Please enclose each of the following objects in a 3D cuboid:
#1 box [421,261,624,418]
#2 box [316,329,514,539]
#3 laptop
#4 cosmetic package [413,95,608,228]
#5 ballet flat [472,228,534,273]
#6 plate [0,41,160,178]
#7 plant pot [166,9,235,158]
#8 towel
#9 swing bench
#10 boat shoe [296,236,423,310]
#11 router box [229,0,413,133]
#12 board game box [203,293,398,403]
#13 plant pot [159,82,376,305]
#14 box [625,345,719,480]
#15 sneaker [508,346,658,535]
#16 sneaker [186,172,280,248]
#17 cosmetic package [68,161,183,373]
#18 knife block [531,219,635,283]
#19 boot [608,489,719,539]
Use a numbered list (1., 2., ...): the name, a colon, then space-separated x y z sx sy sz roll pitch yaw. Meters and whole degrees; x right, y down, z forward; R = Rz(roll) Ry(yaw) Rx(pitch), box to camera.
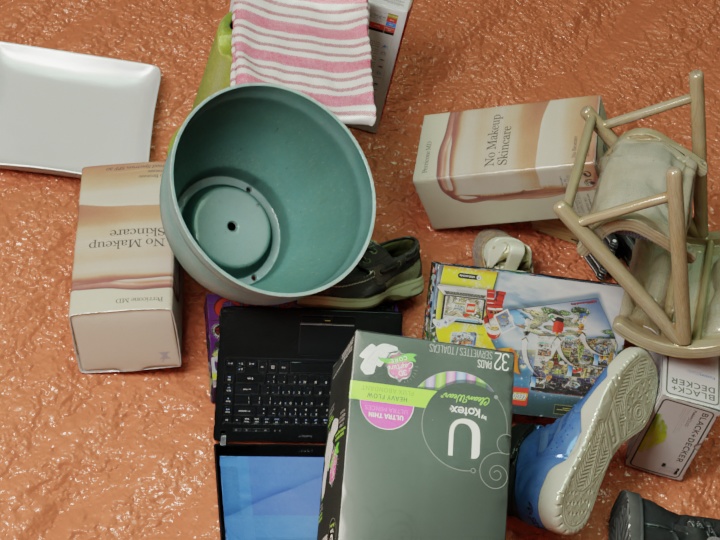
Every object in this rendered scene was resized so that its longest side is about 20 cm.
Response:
1. box: 0.160 0.071 1.408 0.198 0.138 0.038 7 5 -9
2. box: 0.046 0.172 1.238 0.147 0.124 0.202 8 71 -8
3. laptop: -0.041 0.142 1.301 0.175 0.202 0.103 2 8 -14
4. cosmetic package: 0.167 -0.116 1.541 0.198 0.088 0.104 -6 51 20
5. ballet flat: 0.161 0.012 1.504 0.067 0.068 0.201 3 47 -11
6. plate: -0.326 -0.167 1.568 0.198 0.032 0.201 7 45 -8
7. plant pot: -0.101 -0.176 1.530 0.198 0.185 0.202 7 47 -8
8. towel: -0.058 -0.225 1.438 0.145 0.030 0.201 6 47 -9
9. swing bench: 0.292 -0.046 1.367 0.129 0.201 0.199 -16 27 28
10. boat shoe: 0.001 0.000 1.424 0.071 0.067 0.200 6 9 31
11. router box: -0.054 -0.264 1.629 0.198 0.180 0.049 17 46 0
12. board game box: -0.053 0.078 1.415 0.198 0.032 0.121 1 43 -13
13. plant pot: -0.102 -0.055 1.325 0.198 0.134 0.202 8 70 -24
14. box: 0.317 0.094 1.436 0.060 0.117 0.201 15 46 0
15. sneaker: 0.193 0.150 1.340 0.111 0.077 0.201 5 56 49
16. sneaker: -0.122 -0.050 1.444 0.200 0.086 0.078 43 68 -13
17. cosmetic package: -0.225 -0.006 1.394 0.102 0.088 0.201 -4 48 -3
18. knife block: 0.290 -0.071 1.621 0.174 0.064 0.201 20 45 3
19. boot: 0.326 0.292 1.294 0.198 0.066 0.166 18 47 -5
